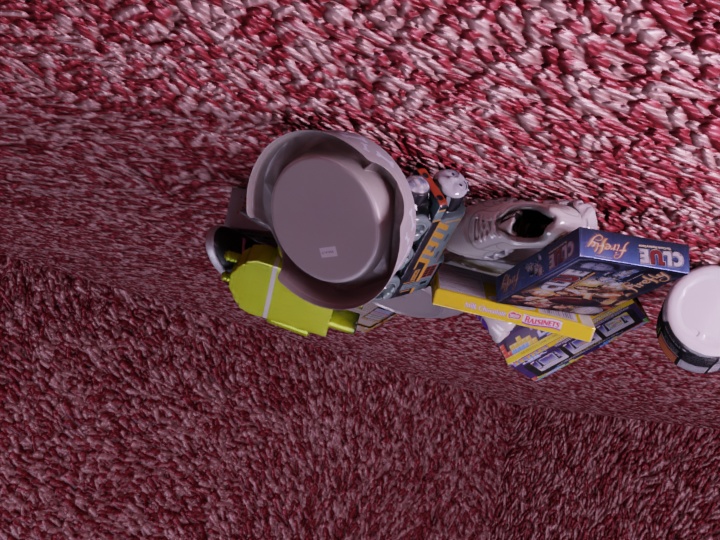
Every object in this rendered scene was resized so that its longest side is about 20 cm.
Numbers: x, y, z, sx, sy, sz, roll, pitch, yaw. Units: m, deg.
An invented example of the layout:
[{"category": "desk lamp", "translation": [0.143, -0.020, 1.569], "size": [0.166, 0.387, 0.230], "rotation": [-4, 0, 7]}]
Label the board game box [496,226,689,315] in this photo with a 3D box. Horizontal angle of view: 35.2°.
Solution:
[{"category": "board game box", "translation": [0.257, 0.005, 1.289], "size": [0.135, 0.035, 0.200], "rotation": [8, 162, -17]}]

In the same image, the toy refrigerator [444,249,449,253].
[{"category": "toy refrigerator", "translation": [0.123, 0.000, 1.705], "size": [0.076, 0.070, 0.200], "rotation": [14, 170, -4]}]

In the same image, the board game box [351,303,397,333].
[{"category": "board game box", "translation": [0.013, 0.032, 1.885], "size": [0.151, 0.046, 0.200], "rotation": [20, 144, -35]}]

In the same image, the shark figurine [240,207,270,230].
[{"category": "shark figurine", "translation": [-0.050, -0.037, 1.415], "size": [0.128, 0.090, 0.214], "rotation": [2, -171, -32]}]

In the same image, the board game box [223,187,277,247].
[{"category": "board game box", "translation": [-0.083, -0.058, 1.668], "size": [0.147, 0.064, 0.200], "rotation": [7, 170, 28]}]

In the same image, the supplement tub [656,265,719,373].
[{"category": "supplement tub", "translation": [0.457, 0.070, 1.506], "size": [0.122, 0.123, 0.200], "rotation": [11, 171, 12]}]

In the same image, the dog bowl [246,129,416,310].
[{"category": "dog bowl", "translation": [-0.028, -0.060, 1.232], "size": [0.200, 0.200, 0.059], "rotation": [7, -157, 33]}]

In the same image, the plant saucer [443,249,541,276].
[{"category": "plant saucer", "translation": [0.205, -0.010, 1.457], "size": [0.200, 0.050, 0.200], "rotation": [13, 171, 2]}]

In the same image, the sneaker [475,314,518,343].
[{"category": "sneaker", "translation": [0.204, 0.024, 1.609], "size": [0.083, 0.081, 0.200], "rotation": [43, -155, -1]}]

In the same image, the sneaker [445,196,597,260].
[{"category": "sneaker", "translation": [0.167, -0.051, 1.302], "size": [0.200, 0.075, 0.081], "rotation": [-5, 176, 41]}]

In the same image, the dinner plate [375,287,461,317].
[{"category": "dinner plate", "translation": [0.057, 0.028, 1.636], "size": [0.200, 0.024, 0.200], "rotation": [16, 158, 7]}]

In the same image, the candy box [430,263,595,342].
[{"category": "candy box", "translation": [0.185, 0.038, 1.407], "size": [0.200, 0.026, 0.102], "rotation": [14, -162, -3]}]

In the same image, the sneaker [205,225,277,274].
[{"category": "sneaker", "translation": [-0.133, -0.019, 1.601], "size": [0.099, 0.071, 0.200], "rotation": [-5, 158, 27]}]

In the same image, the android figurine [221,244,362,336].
[{"category": "android figurine", "translation": [-0.093, 0.025, 1.538], "size": [0.200, 0.041, 0.182], "rotation": [17, 141, 2]}]

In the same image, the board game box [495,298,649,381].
[{"category": "board game box", "translation": [0.310, 0.083, 1.660], "size": [0.200, 0.057, 0.165], "rotation": [-30, 156, 13]}]

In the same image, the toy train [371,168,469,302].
[{"category": "toy train", "translation": [0.054, -0.041, 1.315], "size": [0.114, 0.085, 0.200], "rotation": [-15, 148, -31]}]
